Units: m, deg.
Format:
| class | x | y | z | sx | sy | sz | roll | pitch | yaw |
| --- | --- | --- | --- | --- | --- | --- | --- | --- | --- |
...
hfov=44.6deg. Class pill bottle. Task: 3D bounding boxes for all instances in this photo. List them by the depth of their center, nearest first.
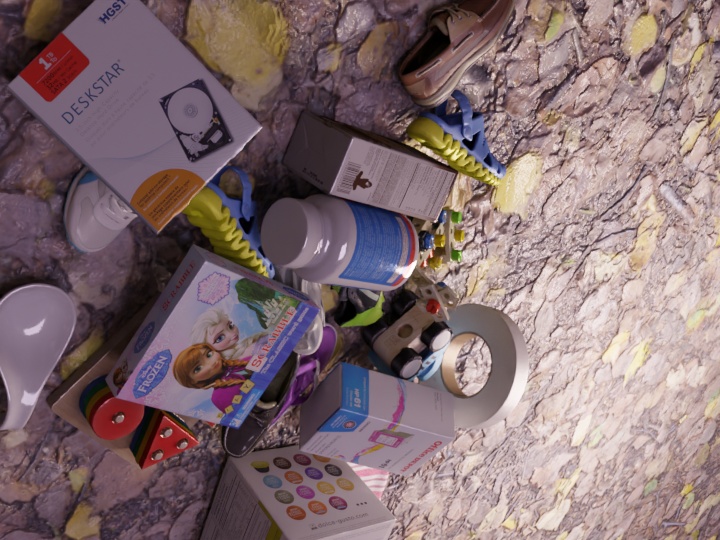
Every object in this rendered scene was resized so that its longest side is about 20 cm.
| class | x | y | z | sx | sy | sz | roll | pitch | yaw |
| --- | --- | --- | --- | --- | --- | --- | --- | --- | --- |
| pill bottle | -0.026 | -0.036 | 1.110 | 0.199 | 0.112 | 0.113 | 9 | 111 | -49 |

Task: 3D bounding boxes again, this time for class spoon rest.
| class | x | y | z | sx | sy | sz | roll | pitch | yaw |
| --- | --- | --- | --- | --- | --- | --- | --- | --- | --- |
| spoon rest | -0.390 | 0.105 | 1.016 | 0.099 | 0.061 | 0.201 | 3 | 116 | -41 |

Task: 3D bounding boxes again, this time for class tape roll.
| class | x | y | z | sx | sy | sz | roll | pitch | yaw |
| --- | --- | --- | --- | --- | --- | --- | --- | --- | --- |
| tape roll | 0.178 | 0.154 | 1.411 | 0.037 | 0.203 | 0.204 | 15 | 108 | -42 |

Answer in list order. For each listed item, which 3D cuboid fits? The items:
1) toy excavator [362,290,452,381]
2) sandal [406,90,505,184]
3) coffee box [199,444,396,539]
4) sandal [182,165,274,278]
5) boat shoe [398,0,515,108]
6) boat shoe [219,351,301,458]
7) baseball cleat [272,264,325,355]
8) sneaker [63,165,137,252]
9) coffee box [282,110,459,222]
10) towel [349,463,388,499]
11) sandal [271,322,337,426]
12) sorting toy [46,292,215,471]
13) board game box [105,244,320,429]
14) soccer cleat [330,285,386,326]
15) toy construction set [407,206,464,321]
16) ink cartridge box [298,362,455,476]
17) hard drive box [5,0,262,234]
| class | x | y | z | sx | sy | sz | roll | pitch | yaw |
| --- | --- | --- | --- | --- | --- | --- | --- | --- | --- |
| toy excavator | 0.069 | 0.162 | 1.413 | 0.194 | 0.100 | 0.200 | -41 | 144 | -8 |
| sandal | 0.153 | -0.187 | 1.246 | 0.200 | 0.079 | 0.087 | 29 | 88 | -49 |
| coffee box | -0.105 | 0.410 | 1.350 | 0.199 | 0.198 | 0.201 | 1 | 119 | -41 |
| sandal | -0.151 | -0.056 | 1.097 | 0.087 | 0.079 | 0.200 | -63 | 152 | -28 |
| boat shoe | 0.125 | -0.310 | 1.153 | 0.074 | 0.076 | 0.200 | 34 | 93 | -43 |
| boat shoe | -0.143 | 0.179 | 1.246 | 0.071 | 0.066 | 0.202 | 29 | 93 | -6 |
| baseball cleat | -0.085 | 0.012 | 1.205 | 0.069 | 0.106 | 0.202 | 0 | 97 | 2 |
| sneaker | -0.254 | -0.099 | 0.977 | 0.200 | 0.081 | 0.076 | -51 | 138 | 2 |
| coffee box | 0.015 | -0.134 | 1.150 | 0.199 | 0.114 | 0.080 | 10 | 108 | -44 |
| towel | -0.007 | 0.372 | 1.528 | 0.146 | 0.030 | 0.201 | -3 | 119 | -39 |
| sandal | -0.095 | 0.170 | 1.306 | 0.203 | 0.050 | 0.082 | -53 | 137 | 2 |
| sorting toy | -0.264 | 0.166 | 1.152 | 0.199 | 0.070 | 0.200 | -44 | 136 | -7 |
| board game box | -0.177 | 0.090 | 1.085 | 0.199 | 0.041 | 0.201 | 25 | 103 | -45 |
| soccer cleat | 0.000 | 0.000 | 1.263 | 0.081 | 0.068 | 0.201 | -14 | 127 | -25 |
| toy construction set | 0.099 | -0.023 | 1.261 | 0.091 | 0.201 | 0.132 | -2 | 127 | 11 |
| ink cartridge box | 0.025 | 0.230 | 1.336 | 0.199 | 0.085 | 0.145 | 17 | 138 | -23 |
| hard drive box | -0.226 | -0.162 | 0.894 | 0.200 | 0.077 | 0.156 | 44 | 85 | -12 |
